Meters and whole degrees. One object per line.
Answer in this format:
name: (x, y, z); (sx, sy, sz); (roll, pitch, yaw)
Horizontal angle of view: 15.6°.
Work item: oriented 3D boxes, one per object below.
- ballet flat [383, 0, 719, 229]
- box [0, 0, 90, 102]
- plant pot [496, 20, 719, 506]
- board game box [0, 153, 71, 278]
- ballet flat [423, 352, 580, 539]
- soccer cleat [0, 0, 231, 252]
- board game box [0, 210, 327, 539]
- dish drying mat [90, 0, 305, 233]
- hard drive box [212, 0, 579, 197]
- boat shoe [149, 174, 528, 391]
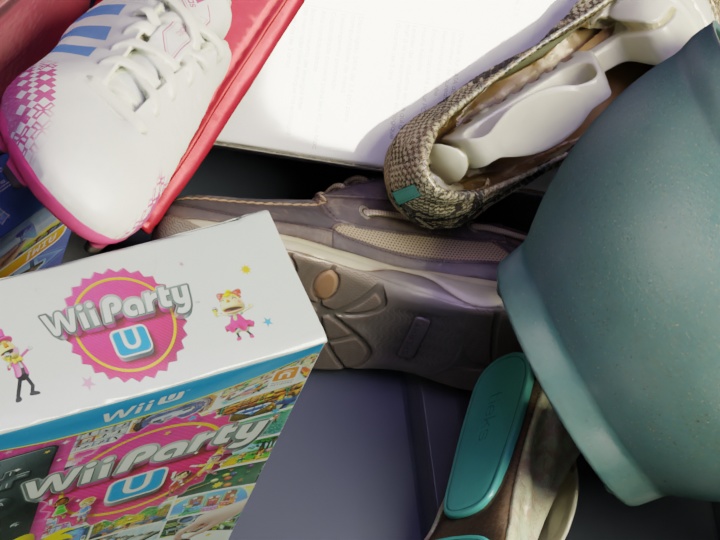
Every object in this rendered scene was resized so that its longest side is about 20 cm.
ballet flat: (0.101, -0.082, 1.153); (0.199, 0.075, 0.068); (-33, 95, -13)
box: (-0.192, -0.121, 1.112); (0.127, 0.200, 0.109); (32, 55, 10)
plant pot: (0.141, 0.017, 1.096); (0.134, 0.200, 0.201); (-31, 67, 12)
board game box: (-0.202, 0.036, 1.056); (0.034, 0.136, 0.200); (45, 57, 12)
ballet flat: (0.057, 0.125, 1.125); (0.062, 0.067, 0.201); (43, 57, -27)
soccer cleat: (-0.090, -0.075, 1.024); (0.070, 0.086, 0.200); (43, 14, -14)
board game box: (-0.112, 0.066, 1.025); (0.147, 0.200, 0.065); (-15, 65, -24)
dish drying mat: (-0.067, -0.119, 1.137); (0.077, 0.018, 0.201); (33, 86, -3)
hard drive box: (0.000, -0.124, 1.204); (0.199, 0.077, 0.157); (9, 90, -14)
boat shoe: (0.000, 0.000, 1.186); (0.199, 0.075, 0.074); (15, 45, -16)
